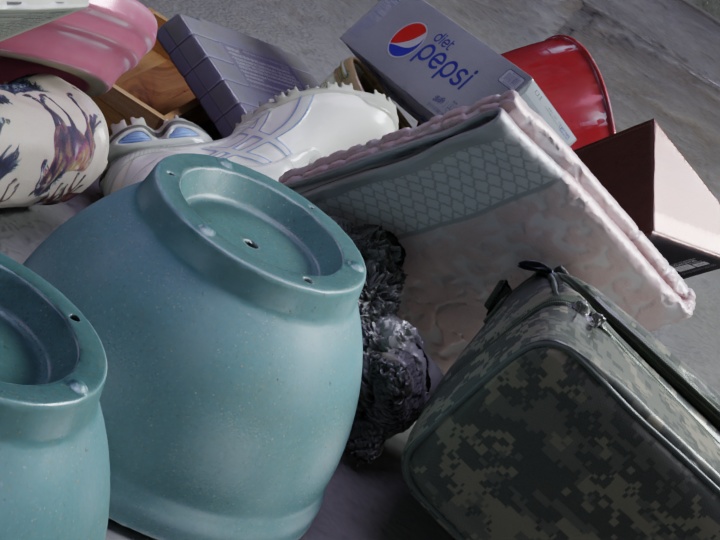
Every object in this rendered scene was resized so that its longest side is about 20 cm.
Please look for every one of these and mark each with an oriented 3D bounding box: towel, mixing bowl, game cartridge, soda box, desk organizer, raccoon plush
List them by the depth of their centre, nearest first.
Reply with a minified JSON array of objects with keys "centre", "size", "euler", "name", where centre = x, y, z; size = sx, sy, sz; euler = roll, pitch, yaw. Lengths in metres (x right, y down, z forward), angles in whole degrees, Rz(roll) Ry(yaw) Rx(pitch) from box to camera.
[{"centre":[-0.048,0.044,1.103],"size":[0.200,0.097,0.134],"euler":[2,37,0],"name":"raccoon plush"},{"centre":[0.071,-0.012,1.141],"size":[0.191,0.200,0.032],"euler":[46,49,-26],"name":"towel"},{"centre":[0.140,-0.026,1.209],"size":[0.072,0.200,0.077],"euler":[17,67,-34],"name":"desk organizer"},{"centre":[0.066,-0.130,1.333],"size":[0.068,0.063,0.200],"euler":[48,-2,-37],"name":"soda box"},{"centre":[-0.067,-0.120,1.391],"size":[0.130,0.038,0.200],"euler":[52,16,18],"name":"game cartridge"},{"centre":[0.104,-0.078,1.431],"size":[0.108,0.200,0.200],"euler":[-2,32,-17],"name":"mixing bowl"}]

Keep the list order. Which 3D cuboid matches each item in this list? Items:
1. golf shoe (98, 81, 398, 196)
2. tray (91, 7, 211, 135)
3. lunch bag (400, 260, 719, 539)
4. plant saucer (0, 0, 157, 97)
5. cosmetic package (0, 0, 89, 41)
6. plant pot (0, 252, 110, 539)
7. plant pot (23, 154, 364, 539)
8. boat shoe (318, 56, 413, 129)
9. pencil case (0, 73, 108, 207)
[{"centre":[-0.063,-0.057,1.209],"size":[0.200,0.078,0.097],"euler":[-14,53,-11],"name":"golf shoe"},{"centre":[-0.156,-0.140,1.389],"size":[0.099,0.037,0.200],"euler":[33,21,4],"name":"tray"},{"centre":[0.134,0.100,1.051],"size":[0.200,0.139,0.168],"euler":[43,22,-2],"name":"lunch bag"},{"centre":[-0.228,-0.145,1.171],"size":[0.200,0.051,0.201],"euler":[7,-6,1],"name":"plant saucer"},{"centre":[-0.260,-0.145,1.026],"size":[0.104,0.200,0.073],"euler":[-17,92,-64],"name":"cosmetic package"},{"centre":[-0.180,0.066,0.744],"size":[0.200,0.134,0.200],"euler":[27,21,-12],"name":"plant pot"},{"centre":[-0.080,0.026,0.961],"size":[0.200,0.134,0.200],"euler":[26,21,-11],"name":"plant pot"},{"centre":[0.034,-0.066,1.331],"size":[0.200,0.063,0.073],"euler":[46,21,18],"name":"boat shoe"},{"centre":[-0.234,-0.072,1.066],"size":[0.089,0.078,0.200],"euler":[23,16,25],"name":"pencil case"}]
